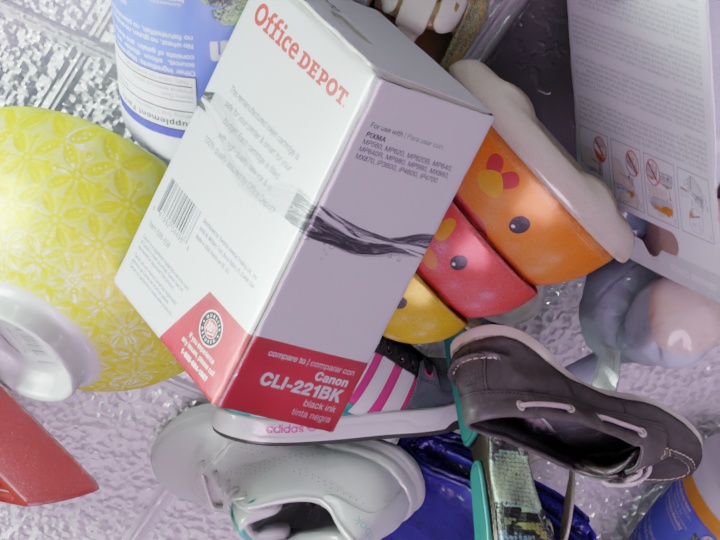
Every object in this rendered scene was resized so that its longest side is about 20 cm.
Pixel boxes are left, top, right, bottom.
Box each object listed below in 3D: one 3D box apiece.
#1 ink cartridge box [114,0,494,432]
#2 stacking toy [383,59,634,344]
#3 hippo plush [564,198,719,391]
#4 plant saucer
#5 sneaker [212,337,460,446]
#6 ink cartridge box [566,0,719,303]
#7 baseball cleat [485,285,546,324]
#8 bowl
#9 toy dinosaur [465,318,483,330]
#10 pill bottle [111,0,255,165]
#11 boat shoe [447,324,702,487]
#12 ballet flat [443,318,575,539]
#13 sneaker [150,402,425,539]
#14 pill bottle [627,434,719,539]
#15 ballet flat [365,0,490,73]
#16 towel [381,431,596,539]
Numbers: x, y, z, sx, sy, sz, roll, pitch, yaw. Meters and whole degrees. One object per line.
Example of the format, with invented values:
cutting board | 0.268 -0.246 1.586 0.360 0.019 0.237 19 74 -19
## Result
ink cartridge box | -0.033 -0.039 1.548 0.084 0.144 0.200 14 110 -35
stacking toy | 0.040 -0.006 1.616 0.200 0.146 0.146 -43 119 6
hippo plush | 0.223 0.012 1.724 0.161 0.159 0.200 3 108 -19
plant saucer | -0.280 0.074 1.749 0.200 0.037 0.200 4 143 50
sneaker | 0.003 0.037 1.785 0.200 0.084 0.121 -4 105 -31
ink cartridge box | 0.173 -0.097 1.608 0.047 0.160 0.200 -15 110 -21
baseball cleat | 0.044 -0.056 1.724 0.070 0.106 0.200 -27 93 4
bowl | -0.175 0.011 1.683 0.200 0.108 0.200 22 149 14
toy dinosaur | 0.000 0.000 1.696 0.200 0.088 0.047 41 126 18
pill bottle | -0.083 -0.129 1.636 0.112 0.112 0.200 -3 127 0
boat shoe | 0.123 0.094 1.654 0.067 0.057 0.200 -26 140 37
ballet flat | 0.093 0.104 1.747 0.074 0.200 0.074 -7 169 -1
sneaker | -0.063 0.137 1.808 0.200 0.088 0.075 4 126 35
pill bottle | 0.218 0.212 1.892 0.112 0.112 0.200 22 122 -17
ballet flat | 0.022 -0.124 1.629 0.071 0.071 0.200 24 99 -19
towel | 0.080 0.187 1.857 0.148 0.050 0.200 35 148 16
